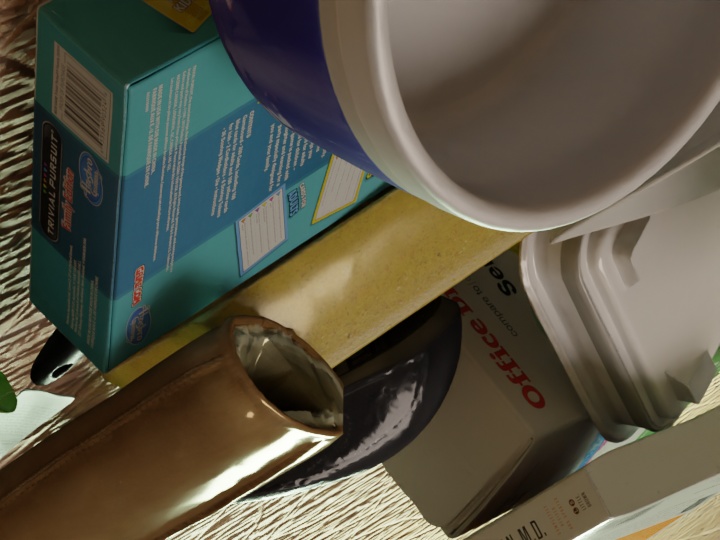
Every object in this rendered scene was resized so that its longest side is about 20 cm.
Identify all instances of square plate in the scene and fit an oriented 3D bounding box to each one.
[{"bbox_3d":[0.193,-0.081,0.917,0.200,0.028,0.198,-34,169,37],"label":"square plate"}]

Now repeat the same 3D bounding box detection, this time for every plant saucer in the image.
[{"bbox_3d":[0.000,0.000,0.954,0.200,0.048,0.200,-34,-178,-20],"label":"plant saucer"}]

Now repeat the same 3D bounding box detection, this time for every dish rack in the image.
[{"bbox_3d":[0.156,-0.030,1.052,0.200,0.044,0.172,-58,140,-25],"label":"dish rack"}]

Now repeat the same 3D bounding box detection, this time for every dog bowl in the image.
[{"bbox_3d":[0.049,-0.118,0.691,0.200,0.079,0.200,-25,127,-37],"label":"dog bowl"}]

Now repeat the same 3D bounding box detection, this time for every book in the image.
[{"bbox_3d":[0.089,0.130,1.070,0.134,0.048,0.200,-15,163,-45],"label":"book"}]

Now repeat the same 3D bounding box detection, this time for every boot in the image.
[{"bbox_3d":[-0.089,0.096,0.869,0.200,0.066,0.175,-32,165,14],"label":"boot"}]

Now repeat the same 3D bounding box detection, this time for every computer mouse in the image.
[{"bbox_3d":[-0.036,0.077,1.017,0.200,0.053,0.139,-27,-167,5],"label":"computer mouse"}]

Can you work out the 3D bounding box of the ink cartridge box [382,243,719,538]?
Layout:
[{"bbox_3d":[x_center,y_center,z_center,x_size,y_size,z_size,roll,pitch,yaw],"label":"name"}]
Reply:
[{"bbox_3d":[0.079,0.032,1.138,0.200,0.145,0.084,-19,153,-49],"label":"ink cartridge box"}]

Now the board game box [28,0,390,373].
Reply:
[{"bbox_3d":[-0.026,-0.070,0.796,0.200,0.047,0.151,-34,154,-31],"label":"board game box"}]

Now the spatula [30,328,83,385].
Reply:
[{"bbox_3d":[-0.070,-0.032,0.866,0.200,0.021,0.057,-55,160,11],"label":"spatula"}]

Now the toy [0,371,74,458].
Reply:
[{"bbox_3d":[-0.215,0.094,0.855,0.200,0.047,0.115,-38,162,14],"label":"toy"}]
